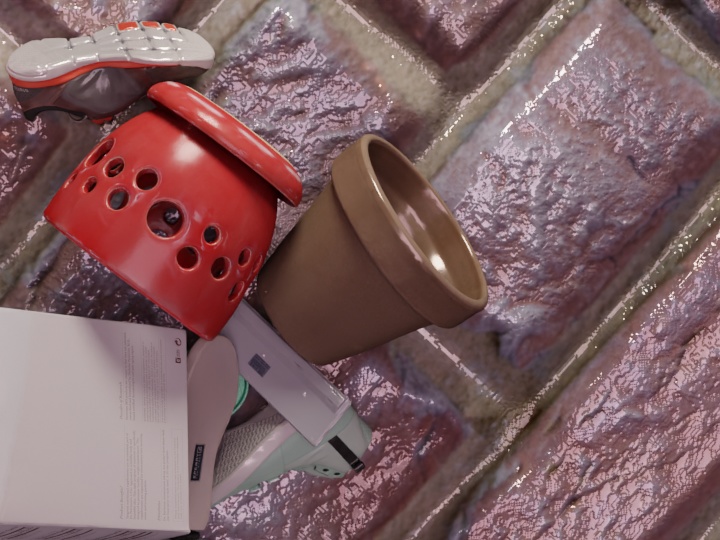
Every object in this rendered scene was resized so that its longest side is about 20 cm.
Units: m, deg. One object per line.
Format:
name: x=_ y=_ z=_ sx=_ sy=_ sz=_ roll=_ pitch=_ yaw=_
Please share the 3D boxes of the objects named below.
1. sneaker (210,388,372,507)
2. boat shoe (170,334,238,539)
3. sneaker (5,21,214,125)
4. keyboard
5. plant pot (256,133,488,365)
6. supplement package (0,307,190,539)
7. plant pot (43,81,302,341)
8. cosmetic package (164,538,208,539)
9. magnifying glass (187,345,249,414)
sneaker: x=-0.080 y=0.198 z=1.741 sx=0.200 sy=0.074 sz=0.118 roll=-37 pitch=126 yaw=15
boat shoe: x=-0.183 y=0.157 z=1.700 sx=0.074 sy=0.092 sz=0.202 roll=18 pitch=83 yaw=-47
sneaker: x=-0.238 y=-0.184 z=1.677 sx=0.197 sy=0.077 sz=0.083 roll=-6 pitch=126 yaw=-6
keyboard: x=-0.093 y=0.086 z=1.698 sx=0.200 sy=0.011 sz=0.056 roll=42 pitch=98 yaw=25
plant pot: x=0.000 y=0.000 z=1.679 sx=0.174 sy=0.200 sz=0.201 roll=-37 pitch=102 yaw=17
supplement package: x=-0.277 y=0.150 z=1.595 sx=0.198 sy=0.146 sz=0.194 roll=9 pitch=71 yaw=-37
plant pot: x=-0.168 y=-0.063 z=1.628 sx=0.200 sy=0.200 sz=0.183 roll=35 pitch=88 yaw=-11
cosmetic package: x=-0.150 y=0.315 z=1.734 sx=0.198 sy=0.102 sz=0.075 roll=17 pitch=95 yaw=-11
magnifying glass: x=-0.209 y=0.125 z=1.738 sx=0.198 sy=0.022 sz=0.081 roll=-11 pitch=100 yaw=-5
